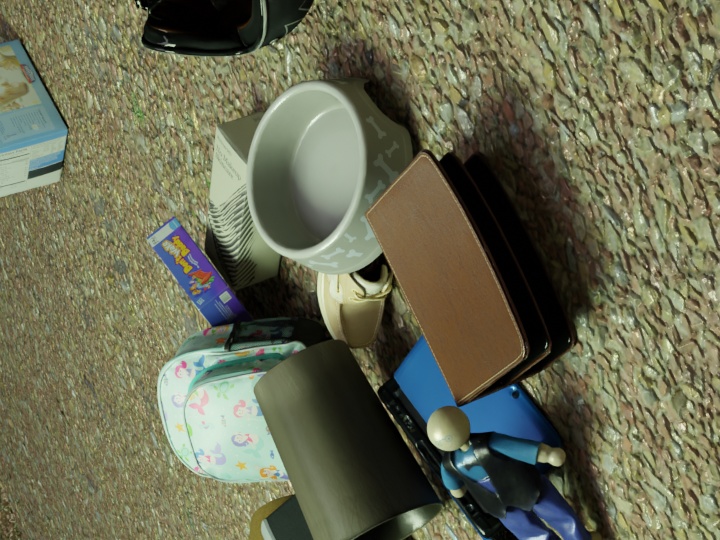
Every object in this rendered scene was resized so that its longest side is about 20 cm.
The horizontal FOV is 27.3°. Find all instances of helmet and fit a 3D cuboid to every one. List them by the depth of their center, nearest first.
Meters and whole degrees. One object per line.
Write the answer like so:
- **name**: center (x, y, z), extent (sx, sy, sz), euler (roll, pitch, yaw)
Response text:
- **helmet**: center (-0.132, -0.309, 1.469), extent (0.200, 0.188, 0.203), euler (-4, -90, -87)

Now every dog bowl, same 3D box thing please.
- **dog bowl**: center (-0.038, -0.098, 1.482), extent (0.198, 0.058, 0.203), euler (-6, 82, 45)

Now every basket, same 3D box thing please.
- **basket**: center (-0.019, 0.186, 1.540), extent (0.202, 0.135, 0.180), euler (62, -169, 18)

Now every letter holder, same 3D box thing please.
- **letter holder**: center (0.110, -0.007, 1.315), extent (0.202, 0.100, 0.142), euler (64, 149, 13)

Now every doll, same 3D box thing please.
- **doll**: center (0.136, 0.193, 1.345), extent (0.200, 0.049, 0.136), euler (45, 134, -15)

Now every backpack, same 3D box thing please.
- **backpack**: center (-0.134, 0.154, 1.707), extent (0.197, 0.151, 0.180), euler (-3, 112, 19)

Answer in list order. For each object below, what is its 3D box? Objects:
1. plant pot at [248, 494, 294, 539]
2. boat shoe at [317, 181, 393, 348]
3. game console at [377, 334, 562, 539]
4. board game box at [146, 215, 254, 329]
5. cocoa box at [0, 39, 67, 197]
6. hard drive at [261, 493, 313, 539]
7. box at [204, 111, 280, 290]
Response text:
- **plant pot**: center (-0.066, 0.385, 1.819), extent (0.187, 0.184, 0.202), euler (115, 145, -53)
- **boat shoe**: center (0.000, 0.000, 1.541), extent (0.069, 0.073, 0.203), euler (41, 139, 52)
- **game console**: center (0.119, 0.167, 1.490), extent (0.201, 0.118, 0.171), euler (52, 178, 32)
- **board game box**: center (-0.175, 0.039, 1.814), extent (0.135, 0.045, 0.200), euler (50, 174, 35)
- **cocoa box**: center (-0.565, -0.240, 2.343), extent (0.201, 0.132, 0.132), euler (58, 148, 22)
- **hard drive**: center (-0.024, 0.327, 1.720), extent (0.200, 0.134, 0.042), euler (47, 171, 37)
- **box**: center (-0.131, -0.079, 1.733), extent (0.082, 0.068, 0.202), euler (49, 146, 34)
